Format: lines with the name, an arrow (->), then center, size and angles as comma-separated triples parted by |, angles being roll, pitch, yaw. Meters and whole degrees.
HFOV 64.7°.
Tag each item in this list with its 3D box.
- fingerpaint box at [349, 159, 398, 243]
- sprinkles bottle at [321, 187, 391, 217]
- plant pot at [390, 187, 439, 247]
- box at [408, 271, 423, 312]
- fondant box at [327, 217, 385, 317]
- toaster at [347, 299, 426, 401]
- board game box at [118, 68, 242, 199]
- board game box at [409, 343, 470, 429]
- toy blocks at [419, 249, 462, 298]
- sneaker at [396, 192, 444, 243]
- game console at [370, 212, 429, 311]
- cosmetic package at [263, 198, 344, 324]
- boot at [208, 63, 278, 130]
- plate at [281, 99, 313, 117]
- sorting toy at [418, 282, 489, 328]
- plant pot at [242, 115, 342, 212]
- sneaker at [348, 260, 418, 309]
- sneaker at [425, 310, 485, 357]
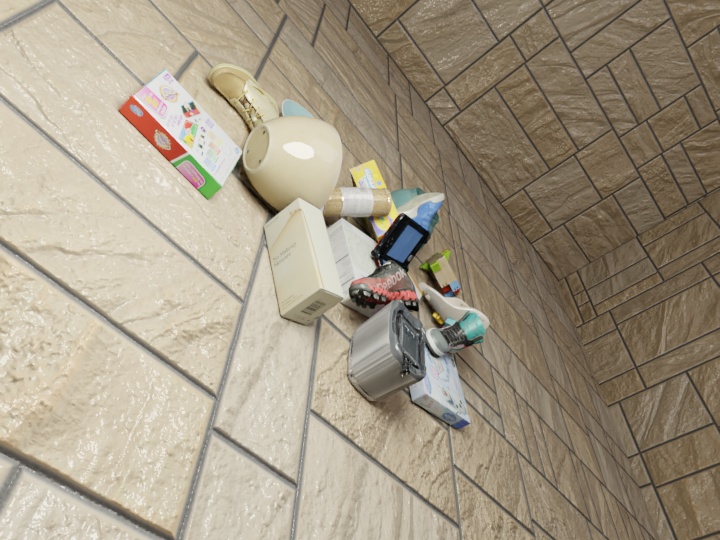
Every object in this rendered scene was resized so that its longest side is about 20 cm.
fingerpaint box -> 0.046, -0.146, 1.443 | 0.167, 0.072, 0.203 | 75, -6, -66
sprinkles bottle -> -0.028, -0.155, 1.285 | 0.196, 0.069, 0.069 | -2, 56, -24
plant pot -> 0.146, -0.156, 1.658 | 0.200, 0.133, 0.202 | 43, 28, -30
box -> 0.094, 0.048, 1.429 | 0.120, 0.041, 0.200 | 56, 21, -4
fondant box -> 0.000, 0.000, 1.283 | 0.143, 0.058, 0.203 | 31, 36, -46
toaster -> 0.052, 0.162, 1.099 | 0.114, 0.128, 0.202 | 45, 27, -23
board game box -> -0.307, -0.243, 1.002 | 0.200, 0.040, 0.154 | 47, 26, -23
board game box -> 0.171, 0.244, 1.336 | 0.198, 0.043, 0.203 | 40, 30, -39
toy blocks -> 0.251, 0.025, 1.685 | 0.139, 0.099, 0.200 | 61, 4, -4
sneaker -> 0.166, -0.134, 1.531 | 0.199, 0.076, 0.114 | -34, 120, -45
game console -> 0.117, -0.015, 1.339 | 0.118, 0.174, 0.199 | 40, 8, 25
cosmetic package -> -0.106, -0.017, 1.043 | 0.073, 0.103, 0.203 | 25, 38, -48
boot -> -0.233, -0.340, 1.221 | 0.199, 0.072, 0.158 | 31, 32, -55
plate -> -0.128, -0.326, 1.385 | 0.200, 0.025, 0.202 | 42, 28, -28
sorting toy -> 0.232, 0.101, 1.544 | 0.180, 0.107, 0.200 | 44, 1, -6
plant pot -> -0.149, -0.215, 1.102 | 0.133, 0.200, 0.203 | 15, 46, -43
sneaker -> 0.043, 0.027, 1.171 | 0.198, 0.070, 0.100 | 8, 69, -49
sneaker -> 0.239, 0.153, 1.377 | 0.199, 0.120, 0.085 | 8, 51, -62
